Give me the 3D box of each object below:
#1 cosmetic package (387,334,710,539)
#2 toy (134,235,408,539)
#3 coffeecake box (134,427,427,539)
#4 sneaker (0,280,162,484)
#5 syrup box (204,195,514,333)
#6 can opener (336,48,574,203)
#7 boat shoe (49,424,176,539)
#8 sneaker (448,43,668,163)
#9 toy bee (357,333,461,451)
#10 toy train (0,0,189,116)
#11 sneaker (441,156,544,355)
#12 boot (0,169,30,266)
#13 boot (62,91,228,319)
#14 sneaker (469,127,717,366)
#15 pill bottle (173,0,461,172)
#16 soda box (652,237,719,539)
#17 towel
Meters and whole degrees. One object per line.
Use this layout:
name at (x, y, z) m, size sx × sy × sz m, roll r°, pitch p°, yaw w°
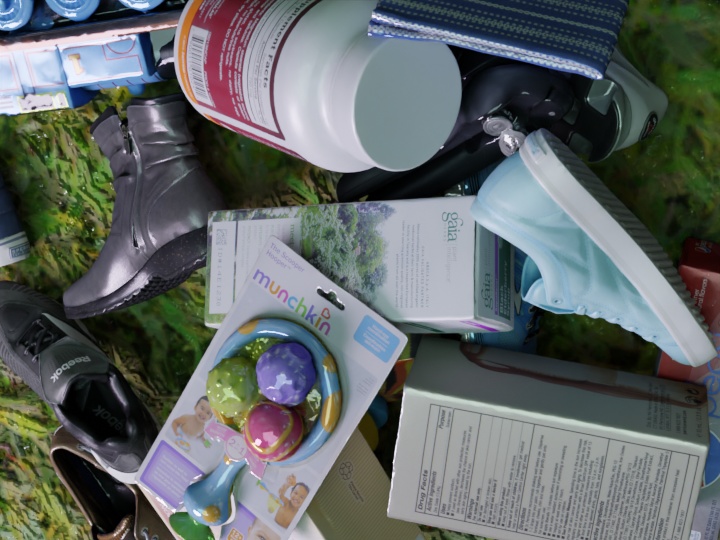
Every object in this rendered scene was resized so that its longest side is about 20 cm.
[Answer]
cosmetic package at (0.125, 0.120, 1.012) m, size 0.197 × 0.087 × 0.105 m, roll 11°, pitch 114°, yaw 7°
toy at (-0.068, 0.095, 0.977) m, size 0.115 × 0.047 × 0.201 m, roll 35°, pitch 111°, yaw 15°
coffeecake box at (-0.051, 0.191, 1.115) m, size 0.199 × 0.073 × 0.154 m, roll -3°, pitch 125°, yaw 48°
sneaker at (-0.223, 0.075, 1.166) m, size 0.066 × 0.091 × 0.200 m, roll -41°, pitch 78°, yaw -13°
syrup box at (0.000, 0.000, 1.012) m, size 0.197 × 0.081 × 0.080 m, roll -2°, pitch 81°, yaw 23°
can opener at (0.061, -0.083, 0.997) m, size 0.063 × 0.079 × 0.199 m, roll 31°, pitch 136°, yaw -22°
boat shoe at (-0.181, 0.204, 1.223) m, size 0.072 × 0.072 × 0.200 m, roll -41°, pitch 93°, yaw 25°
sneaker at (0.120, -0.146, 1.016) m, size 0.200 × 0.088 × 0.075 m, roll 45°, pitch 132°, yaw 25°
toy bee at (-0.022, 0.078, 1.100) m, size 0.199 × 0.109 × 0.132 m, roll -36°, pitch 51°, yaw 11°
toy train at (-0.187, -0.178, 1.091) m, size 0.197 × 0.087 × 0.116 m, roll -5°, pitch 116°, yaw 16°
sneaker at (0.111, 0.008, 1.063) m, size 0.089 × 0.078 × 0.203 m, roll -4°, pitch 107°, yaw 15°
boot at (-0.360, -0.032, 1.206) m, size 0.197 × 0.073 × 0.092 m, roll -14°, pitch 97°, yaw 13°
boot at (-0.170, -0.048, 1.133) m, size 0.199 × 0.069 × 0.133 m, roll -25°, pitch 86°, yaw 39°
sneaker at (0.145, 0.000, 0.964) m, size 0.082 × 0.074 × 0.200 m, roll -37°, pitch 112°, yaw 19°
pill bottle at (-0.028, -0.128, 0.981) m, size 0.199 × 0.112 × 0.115 m, roll 27°, pitch 122°, yaw 49°
soda box at (0.236, 0.085, 1.058) m, size 0.069 × 0.063 × 0.203 m, roll 13°, pitch 111°, yaw 12°
towel at (0.096, -0.178, 0.938) m, size 0.143 × 0.201 × 0.024 m, roll 13°, pitch 128°, yaw 10°
